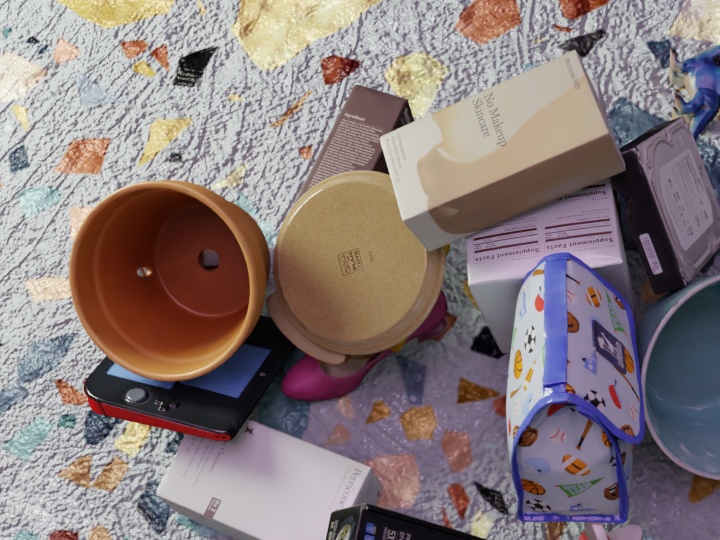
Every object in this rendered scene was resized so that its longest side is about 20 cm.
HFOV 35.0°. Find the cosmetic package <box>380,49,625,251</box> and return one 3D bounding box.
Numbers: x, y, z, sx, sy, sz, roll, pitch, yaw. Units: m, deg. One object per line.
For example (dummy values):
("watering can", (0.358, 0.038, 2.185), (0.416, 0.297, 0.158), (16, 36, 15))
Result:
("cosmetic package", (0.129, -0.108, 1.049), (0.200, 0.071, 0.105), (-24, 58, 14))

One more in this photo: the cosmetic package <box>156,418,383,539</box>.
("cosmetic package", (-0.090, 0.225, 1.161), (0.200, 0.081, 0.113), (16, 68, 20))

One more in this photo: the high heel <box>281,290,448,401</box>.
("high heel", (0.000, 0.074, 1.201), (0.200, 0.096, 0.067), (-21, 63, 3))

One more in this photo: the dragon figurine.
("dragon figurine", (0.394, -0.197, 1.258), (0.099, 0.059, 0.200), (-2, 64, 12))

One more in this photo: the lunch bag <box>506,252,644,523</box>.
("lunch bag", (0.190, 0.107, 1.025), (0.124, 0.200, 0.170), (-4, 47, 13))

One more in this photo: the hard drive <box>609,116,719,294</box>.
("hard drive", (0.307, -0.070, 1.127), (0.038, 0.200, 0.140), (-19, 95, 31))

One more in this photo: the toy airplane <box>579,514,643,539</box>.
("toy airplane", (0.244, 0.301, 1.013), (0.199, 0.141, 0.200), (22, 64, 16))

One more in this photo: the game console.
("game console", (-0.177, 0.098, 1.213), (0.177, 0.031, 0.200), (8, 34, 18))

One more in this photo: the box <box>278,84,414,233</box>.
("box", (-0.008, -0.095, 1.282), (0.075, 0.100, 0.200), (18, 72, 20))

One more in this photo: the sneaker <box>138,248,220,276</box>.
("sneaker", (-0.217, -0.019, 1.316), (0.200, 0.078, 0.077), (1, 43, 15))

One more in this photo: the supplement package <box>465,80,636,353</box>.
("supplement package", (0.190, -0.048, 1.158), (0.147, 0.191, 0.200), (-8, 64, 14))

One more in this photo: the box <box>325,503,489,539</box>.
("box", (0.039, 0.332, 1.038), (0.164, 0.086, 0.200), (21, 67, -16))

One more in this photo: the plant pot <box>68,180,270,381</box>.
("plant pot", (-0.179, 0.001, 1.183), (0.200, 0.140, 0.200), (3, 100, 14))

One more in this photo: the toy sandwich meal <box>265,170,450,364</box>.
("toy sandwich meal", (0.000, 0.000, 1.158), (0.205, 0.070, 0.205), (-2, 84, 21))

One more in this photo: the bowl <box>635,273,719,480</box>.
("bowl", (0.340, 0.087, 1.087), (0.201, 0.105, 0.201), (-2, 101, -10))
